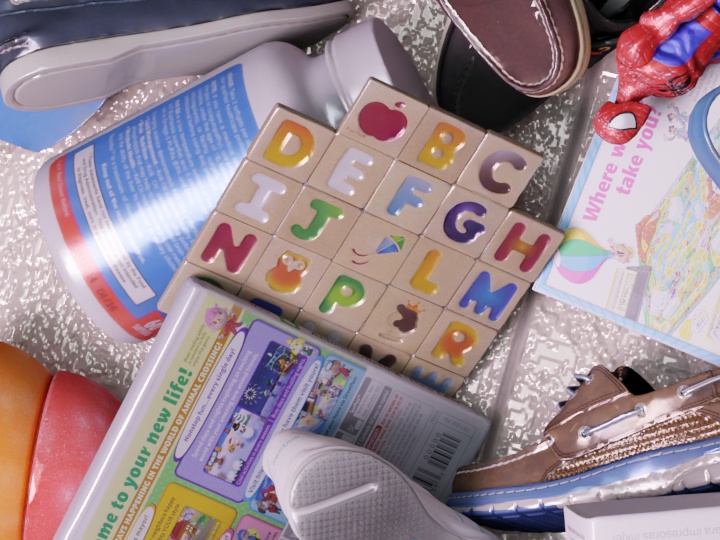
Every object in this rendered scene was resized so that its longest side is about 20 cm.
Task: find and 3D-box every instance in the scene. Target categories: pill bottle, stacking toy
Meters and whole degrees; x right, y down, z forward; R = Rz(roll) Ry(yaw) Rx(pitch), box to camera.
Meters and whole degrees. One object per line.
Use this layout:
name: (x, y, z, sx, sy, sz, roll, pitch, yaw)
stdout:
pill bottle: (-0.060, -0.051, 1.160, 0.199, 0.112, 0.113, -26, 81, 14)
stacking toy: (-0.137, 0.114, 1.180, 0.199, 0.146, 0.147, 9, 90, 1)

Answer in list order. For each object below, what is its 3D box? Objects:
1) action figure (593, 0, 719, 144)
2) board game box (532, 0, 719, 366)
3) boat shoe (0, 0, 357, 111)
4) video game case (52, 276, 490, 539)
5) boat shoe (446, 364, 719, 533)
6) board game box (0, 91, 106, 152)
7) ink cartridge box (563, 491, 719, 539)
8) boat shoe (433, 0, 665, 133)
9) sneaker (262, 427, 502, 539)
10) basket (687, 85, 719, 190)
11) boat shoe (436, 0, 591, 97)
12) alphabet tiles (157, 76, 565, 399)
action figure: (0.188, -0.137, 1.083, 0.200, 0.065, 0.052, -44, 60, 9)
board game box: (0.187, -0.057, 1.130, 0.134, 0.034, 0.201, 23, 94, 15)
boat shoe: (-0.100, -0.133, 1.164, 0.199, 0.075, 0.062, -15, 74, -16)
video game case: (-0.054, 0.128, 1.149, 0.182, 0.022, 0.201, 26, 96, -19)
boat shoe: (0.134, 0.086, 1.119, 0.199, 0.072, 0.073, -13, 71, 26)
board game box: (-0.204, -0.159, 1.246, 0.199, 0.039, 0.159, 18, 99, 18)
ink cartridge box: (0.177, 0.205, 1.030, 0.145, 0.084, 0.201, -5, 89, -3)
boat shoe: (0.108, -0.141, 1.117, 0.074, 0.063, 0.201, 29, 118, -28)
sneaker: (0.028, 0.141, 1.123, 0.070, 0.080, 0.200, -47, 118, -4)
basket: (0.266, -0.034, 1.037, 0.176, 0.139, 0.200, -34, 89, -18)
boat shoe: (0.037, -0.166, 1.075, 0.072, 0.072, 0.200, -27, 95, 39)
alphabet tiles: (0.000, 0.000, 1.127, 0.166, 0.006, 0.200, 24, 118, -18)
